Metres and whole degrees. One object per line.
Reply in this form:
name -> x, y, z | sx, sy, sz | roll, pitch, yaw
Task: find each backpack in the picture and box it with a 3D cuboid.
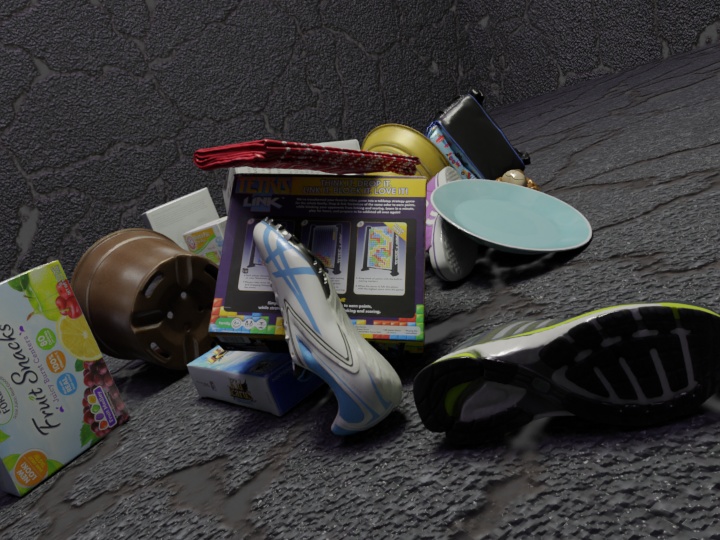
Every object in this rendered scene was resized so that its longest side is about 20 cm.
backpack -> 0.193, -0.207, 1.117 | 0.134, 0.184, 0.200 | -39, 1, -5

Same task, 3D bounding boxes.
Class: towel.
towel -> -0.054, -0.109, 0.615 | 0.197, 0.023, 0.143 | -3, 8, -40

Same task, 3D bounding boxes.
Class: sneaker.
sneaker -> 0.093, -0.041, 0.810 | 0.113, 0.072, 0.203 | -34, 28, 31
sneaker -> -0.043, 0.040, 0.496 | 0.072, 0.202, 0.072 | -35, -22, 3
sneaker -> 0.133, 0.055, 0.397 | 0.196, 0.076, 0.081 | -13, 12, 26

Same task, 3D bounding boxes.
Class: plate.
plate -> 0.180, -0.063, 0.738 | 0.195, 0.026, 0.202 | 6, 30, -4

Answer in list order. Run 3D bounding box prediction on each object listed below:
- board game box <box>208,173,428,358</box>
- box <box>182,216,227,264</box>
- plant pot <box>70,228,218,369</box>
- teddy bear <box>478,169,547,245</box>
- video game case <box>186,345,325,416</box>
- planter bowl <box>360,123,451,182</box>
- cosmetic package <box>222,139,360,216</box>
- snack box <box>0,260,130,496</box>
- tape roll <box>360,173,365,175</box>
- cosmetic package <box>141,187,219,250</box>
board game box -> -0.034, -0.007, 0.581 | 0.194, 0.169, 0.057 | 2, -24, 5
box -> -0.385, -0.081, 1.664 | 0.197, 0.115, 0.101 | -9, 17, 46
plant pot -> -0.287, 0.044, 0.863 | 0.198, 0.205, 0.196 | -30, 22, -34
teddy bear -> 0.193, -0.093, 0.889 | 0.197, 0.068, 0.145 | -26, 16, -15
video game case -> -0.071, 0.079, 0.680 | 0.198, 0.046, 0.179 | -32, 16, -37
planter bowl -> 0.055, -0.122, 0.971 | 0.198, 0.203, 0.083 | -5, 32, 50
cosmetic package -> -0.100, -0.088, 0.952 | 0.195, 0.171, 0.167 | -10, -8, -21
snack box -> -0.357, 0.112, 0.655 | 0.052, 0.204, 0.142 | -9, 18, 39
tape roll -> -0.059, -0.034, 0.729 | 0.200, 0.071, 0.204 | -32, 23, 15
cosmetic package -> -0.523, -0.115, 1.820 | 0.196, 0.204, 0.122 | -26, 14, -24
